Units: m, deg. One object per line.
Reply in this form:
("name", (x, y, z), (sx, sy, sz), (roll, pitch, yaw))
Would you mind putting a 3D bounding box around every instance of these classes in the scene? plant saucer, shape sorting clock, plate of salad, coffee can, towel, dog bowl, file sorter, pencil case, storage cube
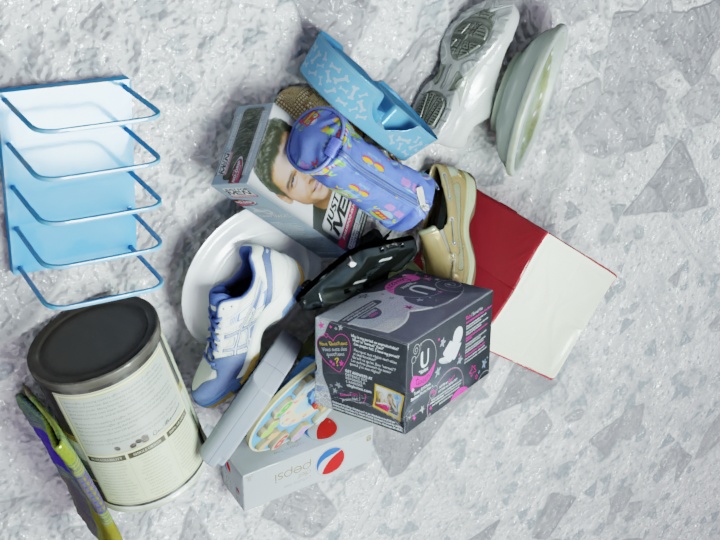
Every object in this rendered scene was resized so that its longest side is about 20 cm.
("plant saucer", (0.207, -0.222, 1.370), (0.200, 0.050, 0.201), (22, 90, -77))
("shape sorting clock", (-0.058, 0.160, 1.347), (0.200, 0.039, 0.200), (-38, 158, -18))
("plate of salad", (-0.132, 0.005, 1.291), (0.200, 0.048, 0.201), (-25, 133, -30))
("coffee can", (-0.266, 0.150, 1.207), (0.146, 0.146, 0.201), (-29, 128, -20))
("towel", (-0.324, 0.235, 1.215), (0.023, 0.144, 0.201), (-31, 128, -22))
("dog bowl", (0.008, -0.196, 1.244), (0.050, 0.112, 0.200), (-45, 133, 12))
("file sorter", (-0.278, -0.077, 1.092), (0.138, 0.123, 0.201), (-12, 121, -29))
("pencil case", (0.007, -0.109, 1.209), (0.200, 0.087, 0.078), (29, 86, -46))
("storage cube", (0.199, 0.015, 1.444), (0.200, 0.180, 0.171), (26, 97, -40))

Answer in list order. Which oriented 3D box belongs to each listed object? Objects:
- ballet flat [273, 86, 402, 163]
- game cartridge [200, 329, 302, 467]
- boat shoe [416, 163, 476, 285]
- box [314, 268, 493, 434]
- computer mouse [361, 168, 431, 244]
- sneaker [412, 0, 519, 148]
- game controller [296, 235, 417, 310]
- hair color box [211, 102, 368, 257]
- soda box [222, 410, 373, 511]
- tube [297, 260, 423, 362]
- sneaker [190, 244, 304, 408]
("ballet flat", (-0.016, -0.155, 1.273), (0.200, 0.065, 0.071), (26, 95, -41))
("game cartridge", (-0.123, 0.143, 1.284), (0.041, 0.200, 0.133), (31, 104, -1))
("boat shoe", (0.099, -0.038, 1.365), (0.076, 0.071, 0.201), (18, 68, -45))
("box", (0.052, 0.086, 1.257), (0.200, 0.132, 0.115), (-25, 123, -52))
("computer mouse", (0.029, -0.055, 1.389), (0.200, 0.034, 0.059), (-49, 142, -12))
("sneaker", (0.142, -0.242, 1.344), (0.099, 0.078, 0.200), (15, 112, -49))
("game controller", (0.000, 0.000, 1.276), (0.104, 0.042, 0.200), (-50, 166, 21))
("hair color box", (-0.070, -0.098, 1.229), (0.200, 0.060, 0.099), (33, 66, -46))
("soda box", (-0.083, 0.246, 1.441), (0.199, 0.068, 0.064), (-17, 127, -27))
("tube", (-0.001, 0.057, 1.406), (0.200, 0.052, 0.058), (-44, 120, -5))
("sneaker", (-0.151, 0.059, 1.233), (0.088, 0.075, 0.200), (31, 89, -37))
